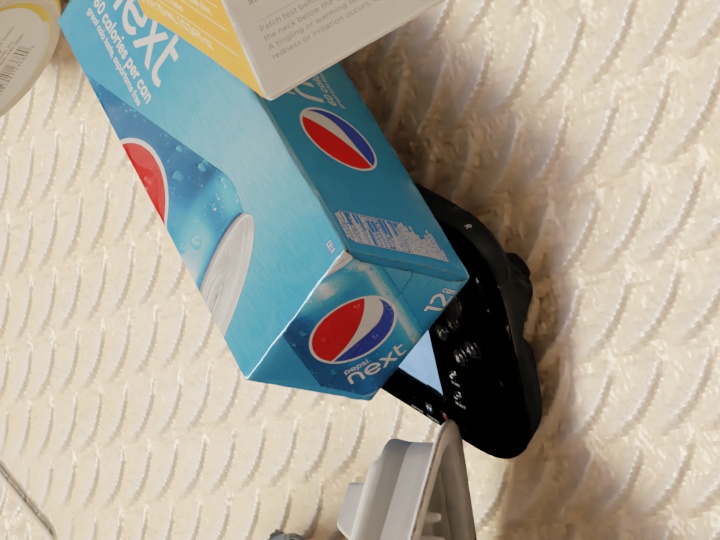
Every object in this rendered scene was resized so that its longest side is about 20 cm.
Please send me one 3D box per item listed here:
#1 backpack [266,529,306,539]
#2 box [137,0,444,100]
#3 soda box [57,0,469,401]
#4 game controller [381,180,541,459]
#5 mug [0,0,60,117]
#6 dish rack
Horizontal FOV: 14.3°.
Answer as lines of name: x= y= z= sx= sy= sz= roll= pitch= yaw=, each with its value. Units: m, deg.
backpack: x=-0.059 y=0.196 z=1.224 sx=0.191 sy=0.153 sz=0.201 roll=121 pitch=131 yaw=-85
box: x=-0.051 y=-0.178 z=0.959 sx=0.124 sy=0.097 sz=0.201 roll=38 pitch=155 yaw=60
soda box: x=-0.040 y=-0.048 z=1.071 sx=0.068 sy=0.064 sz=0.200 roll=-52 pitch=47 yaw=26
game controller: x=0.000 y=0.000 z=1.121 sx=0.200 sy=0.042 sz=0.105 roll=31 pitch=135 yaw=47
mug: x=-0.212 y=-0.148 z=1.273 sx=0.153 sy=0.149 sz=0.187 roll=44 pitch=151 yaw=22
dish rack: x=0.007 y=0.173 z=1.074 sx=0.043 sy=0.201 sz=0.172 roll=4 pitch=136 yaw=15
